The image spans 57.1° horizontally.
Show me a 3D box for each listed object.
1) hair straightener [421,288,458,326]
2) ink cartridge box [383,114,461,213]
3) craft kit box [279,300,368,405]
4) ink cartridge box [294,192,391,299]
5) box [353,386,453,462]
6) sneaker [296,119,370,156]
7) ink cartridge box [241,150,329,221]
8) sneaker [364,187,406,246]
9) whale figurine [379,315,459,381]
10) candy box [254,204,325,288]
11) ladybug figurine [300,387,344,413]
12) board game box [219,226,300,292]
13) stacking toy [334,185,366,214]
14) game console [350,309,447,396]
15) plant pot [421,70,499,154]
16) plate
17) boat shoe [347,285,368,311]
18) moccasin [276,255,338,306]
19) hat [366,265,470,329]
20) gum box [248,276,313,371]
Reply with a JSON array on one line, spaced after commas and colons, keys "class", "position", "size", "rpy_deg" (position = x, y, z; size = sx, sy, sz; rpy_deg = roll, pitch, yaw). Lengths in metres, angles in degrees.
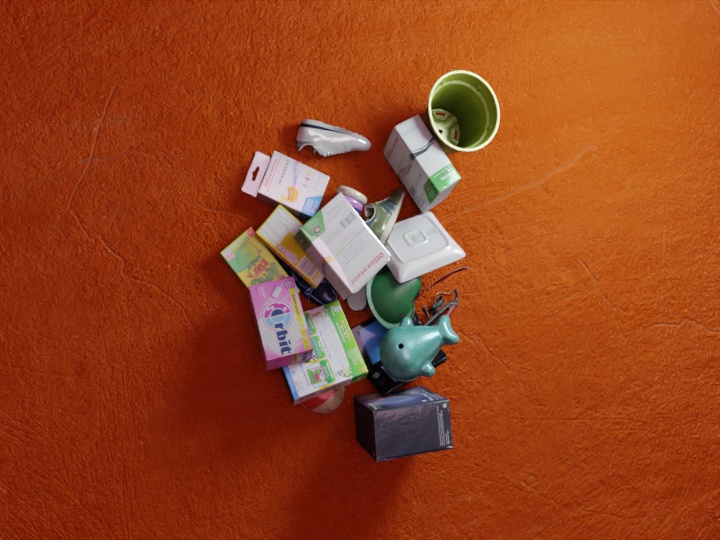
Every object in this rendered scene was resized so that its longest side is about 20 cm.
[{"class": "hair straightener", "position": [0.198, 0.104, 1.715], "size": [0.076, 0.041, 0.200], "rpy_deg": [33, 51, 11]}, {"class": "ink cartridge box", "position": [0.154, -0.273, 1.703], "size": [0.082, 0.147, 0.203], "rpy_deg": [-31, 83, -18]}, {"class": "craft kit box", "position": [-0.106, 0.193, 1.590], "size": [0.192, 0.049, 0.204], "rpy_deg": [-17, 65, -17]}, {"class": "ink cartridge box", "position": [-0.043, -0.056, 1.593], "size": [0.145, 0.087, 0.201], "rpy_deg": [-42, 92, -21]}, {"class": "box", "position": [0.099, 0.368, 1.612], "size": [0.192, 0.200, 0.128], "rpy_deg": [-6, 91, -15]}, {"class": "sneaker", "position": [-0.070, -0.331, 1.714], "size": [0.193, 0.076, 0.083], "rpy_deg": [12, 93, -8]}, {"class": "ink cartridge box", "position": [-0.190, -0.218, 1.665], "size": [0.195, 0.068, 0.118], "rpy_deg": [23, 79, -11]}, {"class": "sneaker", "position": [0.054, -0.155, 1.693], "size": [0.088, 0.068, 0.203], "rpy_deg": [23, 48, -1]}, {"class": "whale figurine", "position": [0.137, 0.178, 1.590], "size": [0.196, 0.104, 0.162], "rpy_deg": [-27, 65, 5]}, {"class": "candy box", "position": [-0.155, -0.059, 1.621], "size": [0.199, 0.026, 0.103], "rpy_deg": [41, 61, -2]}, {"class": "ladybug figurine", "position": [-0.116, 0.264, 1.636], "size": [0.135, 0.072, 0.201], "rpy_deg": [-42, 95, -14]}, {"class": "board game box", "position": [-0.249, 0.006, 1.639], "size": [0.101, 0.048, 0.202], "rpy_deg": [-39, 95, -15]}, {"class": "stacking toy", "position": [-0.056, -0.107, 1.690], "size": [0.083, 0.085, 0.205], "rpy_deg": [23, 85, -11]}, {"class": "game console", "position": [0.093, 0.192, 1.678], "size": [0.196, 0.172, 0.122], "rpy_deg": [-27, 118, -15]}, {"class": "plant pot", "position": [0.237, -0.389, 1.733], "size": [0.194, 0.184, 0.208], "rpy_deg": [1, 84, -15]}, {"class": "plate", "position": [0.141, -0.073, 1.691], "size": [0.195, 0.033, 0.201], "rpy_deg": [-20, 46, -15]}, {"class": "boat shoe", "position": [0.000, 0.000, 1.698], "size": [0.068, 0.063, 0.208], "rpy_deg": [3, 88, 22]}, {"class": "moccasin", "position": [-0.136, 0.021, 1.655], "size": [0.198, 0.068, 0.081], "rpy_deg": [40, 77, -7]}, {"class": "hat", "position": [0.133, 0.031, 1.633], "size": [0.166, 0.174, 0.202], "rpy_deg": [48, 46, -14]}, {"class": "gum box", "position": [-0.190, 0.118, 1.552], "size": [0.110, 0.067, 0.205], "rpy_deg": [-12, 64, -15]}]
